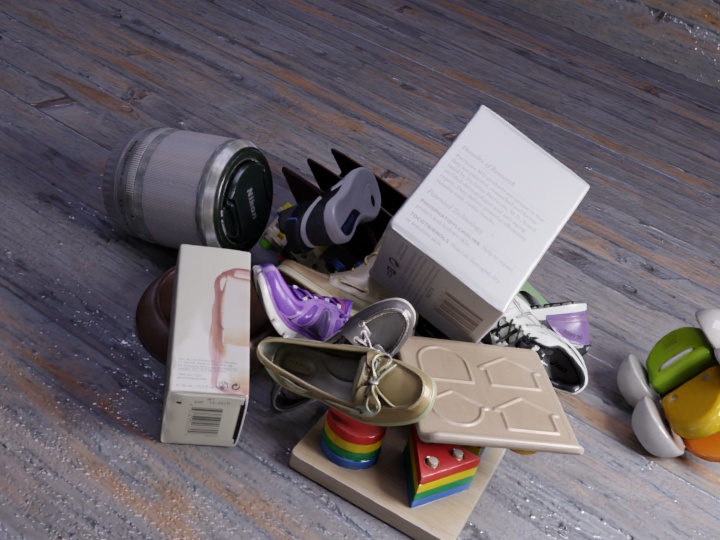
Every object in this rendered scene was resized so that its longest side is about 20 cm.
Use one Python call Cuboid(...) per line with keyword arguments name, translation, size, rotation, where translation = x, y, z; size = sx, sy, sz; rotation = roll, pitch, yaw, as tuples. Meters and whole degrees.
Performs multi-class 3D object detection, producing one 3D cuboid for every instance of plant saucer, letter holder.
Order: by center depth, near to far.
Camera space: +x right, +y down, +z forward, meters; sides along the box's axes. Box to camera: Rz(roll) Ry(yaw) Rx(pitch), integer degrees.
Cuboid(name="plant saucer", translation=(-0.180, 0.048, 1.165), size=(0.197, 0.035, 0.202), rotation=(7, 42, -7))
Cuboid(name="letter holder", translation=(-0.009, -0.105, 1.390), size=(0.101, 0.143, 0.199), rotation=(-45, 58, -12))

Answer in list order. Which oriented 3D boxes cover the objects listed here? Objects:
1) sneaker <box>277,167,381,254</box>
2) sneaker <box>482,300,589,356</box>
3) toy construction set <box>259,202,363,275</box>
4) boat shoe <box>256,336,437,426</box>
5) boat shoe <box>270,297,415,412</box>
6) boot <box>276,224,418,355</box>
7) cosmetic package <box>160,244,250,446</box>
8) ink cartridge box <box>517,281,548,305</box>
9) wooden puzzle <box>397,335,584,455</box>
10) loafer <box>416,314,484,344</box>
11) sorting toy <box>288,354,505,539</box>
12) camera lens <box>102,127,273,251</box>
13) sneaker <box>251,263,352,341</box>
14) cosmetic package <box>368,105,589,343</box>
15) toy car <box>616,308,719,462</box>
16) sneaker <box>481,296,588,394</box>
Cuboid(name="sneaker", translation=(-0.049, -0.080, 1.239), size=(0.110, 0.074, 0.200), rotation=(-13, 14, 22))
Cuboid(name="sneaker", translation=(0.213, 0.096, 1.269), size=(0.196, 0.089, 0.076), rotation=(-7, -2, 9))
Cuboid(name="toy construction set", translation=(-0.059, -0.017, 1.314), size=(0.198, 0.093, 0.131), rotation=(31, 1, 9))
Cuboid(name="boat shoe", translation=(-0.017, 0.111, 0.981), size=(0.198, 0.074, 0.063), rotation=(15, -15, 27))
Cuboid(name="boat shoe", translation=(-0.021, 0.103, 1.055), size=(0.067, 0.199, 0.057), rotation=(52, 22, -12))
Cuboid(name="boot", translation=(0.000, 0.000, 1.213), size=(0.198, 0.073, 0.157), rotation=(27, 65, -1))
Cuboid(name="cosmetic package", translation=(-0.170, 0.081, 1.035), size=(0.086, 0.104, 0.202), rotation=(6, 49, -13))
Cuboid(name="ink cartridge box", translation=(0.193, 0.020, 1.387), size=(0.196, 0.049, 0.146), rotation=(3, 23, -17))
Cuboid(name="wooden puzzle", translation=(0.134, 0.145, 1.046), size=(0.182, 0.047, 0.201), rotation=(8, 27, -14))
Cuboid(name="loafer", translation=(0.130, 0.113, 1.210), size=(0.199, 0.072, 0.063), rotation=(33, 75, 28))
Cuboid(name="sorting toy", translation=(0.054, 0.187, 1.049), size=(0.198, 0.070, 0.199), rotation=(26, 32, 16))
Cuboid(name="camera lens", translation=(-0.230, -0.108, 1.274), size=(0.197, 0.163, 0.160), rotation=(12, 27, 24))
Cuboid(name="sneaker", translation=(-0.056, 0.049, 1.118), size=(0.200, 0.083, 0.081), rotation=(45, 9, -37))
Cuboid(name="cosmetic package", translation=(0.139, -0.047, 1.129), size=(0.165, 0.168, 0.201), rotation=(36, 68, 6))
Cuboid(name="toy car", translation=(0.445, 0.164, 1.212), size=(0.150, 0.174, 0.201), rotation=(44, 22, -22))
Cuboid(name="sneaker", translation=(0.212, 0.088, 1.196), size=(0.198, 0.076, 0.088), rotation=(31, 8, -3))
